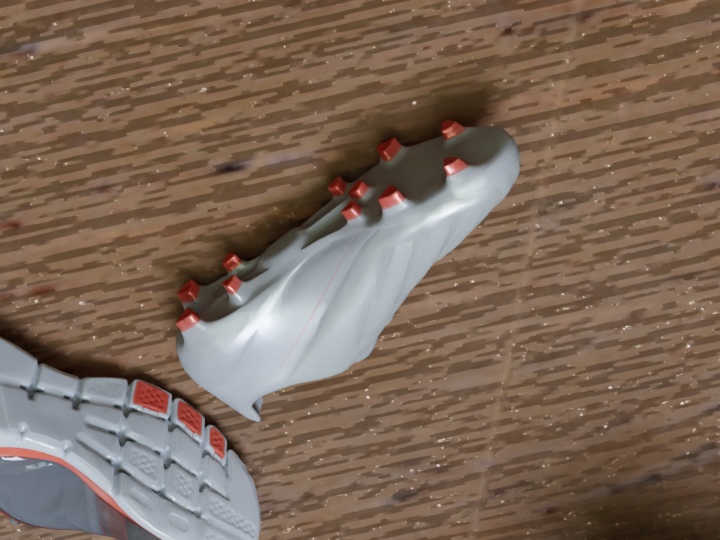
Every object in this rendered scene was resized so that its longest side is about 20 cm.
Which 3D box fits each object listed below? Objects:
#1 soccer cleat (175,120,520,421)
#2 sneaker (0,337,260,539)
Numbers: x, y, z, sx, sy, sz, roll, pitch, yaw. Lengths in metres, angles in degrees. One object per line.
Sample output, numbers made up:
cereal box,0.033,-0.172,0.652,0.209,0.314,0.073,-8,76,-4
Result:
soccer cleat,0.000,0.000,0.968,0.199,0.069,0.078,-32,116,18
sneaker,-0.145,0.096,1.010,0.199,0.077,0.082,29,136,-13
